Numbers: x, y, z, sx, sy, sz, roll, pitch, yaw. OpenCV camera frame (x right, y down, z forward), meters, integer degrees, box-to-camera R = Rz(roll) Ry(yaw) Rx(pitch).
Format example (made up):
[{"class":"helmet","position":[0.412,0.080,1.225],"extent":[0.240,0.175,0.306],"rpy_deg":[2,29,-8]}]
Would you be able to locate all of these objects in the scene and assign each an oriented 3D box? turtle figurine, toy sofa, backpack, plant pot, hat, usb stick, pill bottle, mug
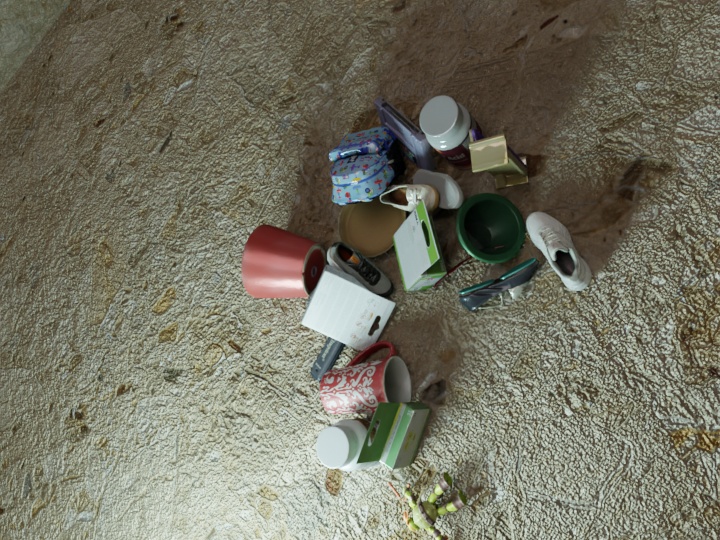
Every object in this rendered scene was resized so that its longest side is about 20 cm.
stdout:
[{"class":"turtle figurine","position":[0.152,0.533,1.331],"extent":[0.161,0.064,0.201],"rpy_deg":[-45,61,15]},{"class":"toy sofa","position":[0.314,-0.256,1.322],"extent":[0.081,0.199,0.100],"rpy_deg":[-8,81,28]},{"class":"backpack","position":[0.002,-0.258,1.497],"extent":[0.179,0.137,0.201],"rpy_deg":[-3,34,30]},{"class":"plant pot","position":[-0.198,-0.013,1.592],"extent":[0.173,0.200,0.205],"rpy_deg":[9,84,21]},{"class":"hat","position":[0.270,-0.071,1.413],"extent":[0.196,0.176,0.169],"rpy_deg":[-12,76,-16]},{"class":"plant pot","position":[0.033,-0.129,1.552],"extent":[0.196,0.027,0.205],"rpy_deg":[-9,70,25]},{"class":"usb stick","position":[-0.070,0.199,1.551],"extent":[0.055,0.032,0.203],"rpy_deg":[33,98,30]},{"class":"pill bottle","position":[0.220,-0.325,1.390],"extent":[0.112,0.199,0.117],"rpy_deg":[-7,76,29]},{"class":"mug","position":[0.017,0.279,1.452],"extent":[0.197,0.178,0.136],"rpy_deg":[-14,109,31]},{"class":"pill bottle","position":[-0.016,0.406,1.377],"extent":[0.112,0.199,0.117],"rpy_deg":[-7,76,28]}]

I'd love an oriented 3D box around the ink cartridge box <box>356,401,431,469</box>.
[{"class":"ink cartridge box","position":[0.080,0.372,1.328],"extent":[0.047,0.199,0.148],"rpy_deg":[21,91,31]}]

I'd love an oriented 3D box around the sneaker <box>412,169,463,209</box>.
[{"class":"sneaker","position":[0.205,-0.198,1.413],"extent":[0.200,0.080,0.075],"rpy_deg":[50,129,55]}]

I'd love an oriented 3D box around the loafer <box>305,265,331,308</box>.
[{"class":"loafer","position":[-0.067,0.035,1.562],"extent":[0.200,0.070,0.075],"rpy_deg":[-44,79,-4]}]

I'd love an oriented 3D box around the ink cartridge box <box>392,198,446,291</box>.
[{"class":"ink cartridge box","position":[0.155,-0.057,1.380],"extent":[0.200,0.074,0.151],"rpy_deg":[129,132,-62]}]

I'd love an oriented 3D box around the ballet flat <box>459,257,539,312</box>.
[{"class":"ballet flat","position":[0.322,0.041,1.339],"extent":[0.197,0.073,0.074],"rpy_deg":[-26,68,17]}]

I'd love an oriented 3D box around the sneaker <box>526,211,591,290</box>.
[{"class":"sneaker","position":[0.425,-0.054,1.272],"extent":[0.078,0.099,0.202],"rpy_deg":[-40,63,17]}]

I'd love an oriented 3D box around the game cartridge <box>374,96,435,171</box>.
[{"class":"game cartridge","position":[0.112,-0.343,1.498],"extent":[0.038,0.130,0.201],"rpy_deg":[-35,57,-9]}]

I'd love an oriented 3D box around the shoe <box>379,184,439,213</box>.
[{"class":"shoe","position":[0.117,-0.174,1.430],"extent":[0.199,0.052,0.072],"rpy_deg":[15,110,58]}]

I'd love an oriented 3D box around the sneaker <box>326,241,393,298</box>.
[{"class":"sneaker","position":[0.000,0.000,1.490],"extent":[0.198,0.079,0.075],"rpy_deg":[36,69,1]}]

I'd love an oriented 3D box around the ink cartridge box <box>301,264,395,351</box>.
[{"class":"ink cartridge box","position":[-0.031,0.099,1.488],"extent":[0.197,0.047,0.162],"rpy_deg":[24,110,-8]}]
